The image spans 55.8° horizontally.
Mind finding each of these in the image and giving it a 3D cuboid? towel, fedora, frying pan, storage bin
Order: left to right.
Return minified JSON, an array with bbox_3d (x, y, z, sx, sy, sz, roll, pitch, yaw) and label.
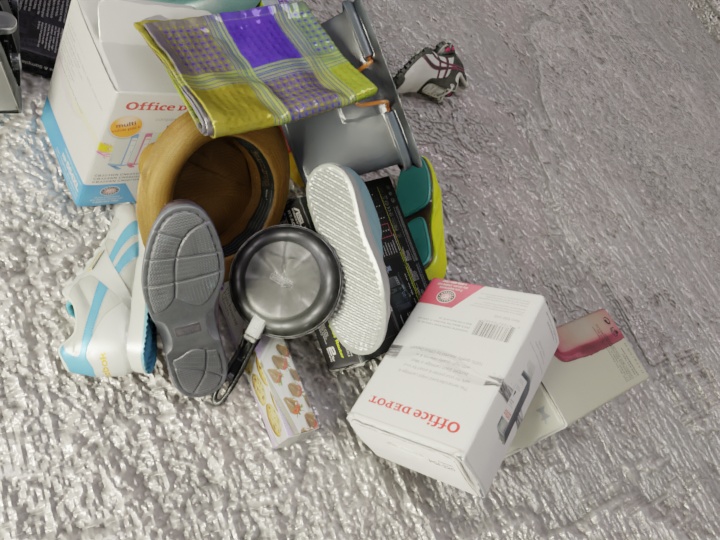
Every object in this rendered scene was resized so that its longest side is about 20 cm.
[{"bbox_3d":[-0.156,-0.081,0.678,0.082,0.201,0.200,24,36,30],"label":"fedora"},{"bbox_3d":[-0.105,0.033,0.676,0.190,0.031,0.115,-38,85,-3],"label":"frying pan"},{"bbox_3d":[-0.094,-0.197,0.644,0.200,0.023,0.144,-21,68,-34],"label":"towel"},{"bbox_3d":[-0.027,-0.187,0.776,0.146,0.134,0.201,-96,164,-81],"label":"storage bin"}]

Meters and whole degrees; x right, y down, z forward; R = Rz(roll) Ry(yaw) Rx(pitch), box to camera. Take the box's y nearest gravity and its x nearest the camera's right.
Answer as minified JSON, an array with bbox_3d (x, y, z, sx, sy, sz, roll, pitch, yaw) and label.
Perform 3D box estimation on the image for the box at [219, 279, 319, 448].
[{"bbox_3d":[-0.103,0.085,0.717,0.039,0.041,0.200,-9,66,-39],"label":"box"}]

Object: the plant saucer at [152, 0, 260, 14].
[{"bbox_3d":[-0.209,-0.378,0.841,0.199,0.036,0.201,-3,71,8],"label":"plant saucer"}]

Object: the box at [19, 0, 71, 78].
[{"bbox_3d":[-0.350,-0.286,0.811,0.199,0.036,0.143,11,55,-28],"label":"box"}]

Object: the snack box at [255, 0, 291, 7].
[{"bbox_3d":[-0.158,-0.349,0.915,0.053,0.142,0.200,-8,64,-39],"label":"snack box"}]

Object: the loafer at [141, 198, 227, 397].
[{"bbox_3d":[-0.161,0.023,0.625,0.072,0.201,0.063,-9,31,-17],"label":"loafer"}]

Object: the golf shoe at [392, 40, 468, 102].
[{"bbox_3d":[0.121,-0.327,1.148,0.088,0.077,0.200,54,46,-1],"label":"golf shoe"}]

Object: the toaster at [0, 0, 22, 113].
[{"bbox_3d":[-0.430,-0.247,0.642,0.199,0.119,0.181,-5,64,-19],"label":"toaster"}]

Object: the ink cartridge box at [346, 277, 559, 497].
[{"bbox_3d":[0.102,0.116,0.722,0.200,0.145,0.085,-54,133,-28],"label":"ink cartridge box"}]

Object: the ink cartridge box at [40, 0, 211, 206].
[{"bbox_3d":[-0.230,-0.178,0.701,0.128,0.200,0.125,-12,67,-40],"label":"ink cartridge box"}]

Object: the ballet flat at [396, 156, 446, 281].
[{"bbox_3d":[0.090,-0.068,0.957,0.067,0.067,0.201,33,45,-42],"label":"ballet flat"}]

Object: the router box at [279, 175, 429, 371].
[{"bbox_3d":[0.000,0.000,0.802,0.150,0.062,0.201,-19,88,-43],"label":"router box"}]

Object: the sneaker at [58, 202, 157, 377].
[{"bbox_3d":[-0.238,0.009,0.651,0.080,0.077,0.200,-4,48,-9],"label":"sneaker"}]

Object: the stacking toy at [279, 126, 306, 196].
[{"bbox_3d":[-0.054,-0.155,0.886,0.146,0.146,0.201,-2,79,-36],"label":"stacking toy"}]

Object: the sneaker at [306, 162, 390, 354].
[{"bbox_3d":[0.001,-0.015,0.721,0.082,0.074,0.201,-18,100,-66],"label":"sneaker"}]

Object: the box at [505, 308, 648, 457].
[{"bbox_3d":[0.243,0.140,0.862,0.200,0.128,0.109,-12,67,-41],"label":"box"}]
